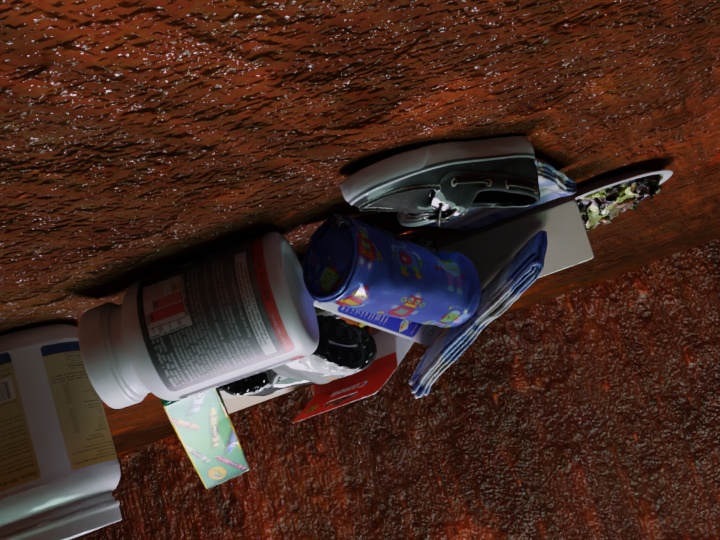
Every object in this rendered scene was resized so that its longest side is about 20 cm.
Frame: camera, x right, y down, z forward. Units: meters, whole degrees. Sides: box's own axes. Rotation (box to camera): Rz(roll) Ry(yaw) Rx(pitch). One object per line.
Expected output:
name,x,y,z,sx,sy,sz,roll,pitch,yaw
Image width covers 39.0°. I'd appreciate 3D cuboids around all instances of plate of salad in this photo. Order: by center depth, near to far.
plate of salad,0.306,-0.080,1.296,0.196,0.049,0.200,-17,171,-3

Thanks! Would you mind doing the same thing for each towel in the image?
towel,0.133,-0.070,1.023,0.145,0.024,0.199,-21,171,22
towel,0.130,0.045,1.089,0.200,0.024,0.147,-49,179,17

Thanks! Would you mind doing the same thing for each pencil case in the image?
pencil case,0.030,0.003,0.979,0.198,0.088,0.078,15,135,-44

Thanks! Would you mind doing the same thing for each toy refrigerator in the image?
toy refrigerator,0.161,-0.026,1.175,0.197,0.077,0.070,-21,-161,12

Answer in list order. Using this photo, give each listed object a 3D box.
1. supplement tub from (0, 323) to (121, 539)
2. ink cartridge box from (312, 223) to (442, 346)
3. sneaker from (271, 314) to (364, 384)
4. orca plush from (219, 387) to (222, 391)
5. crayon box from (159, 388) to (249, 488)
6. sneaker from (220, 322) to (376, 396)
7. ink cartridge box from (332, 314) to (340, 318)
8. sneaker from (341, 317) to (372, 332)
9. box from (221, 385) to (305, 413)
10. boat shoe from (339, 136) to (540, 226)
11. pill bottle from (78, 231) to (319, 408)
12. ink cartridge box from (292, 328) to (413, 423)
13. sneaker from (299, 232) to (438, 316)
supplement tub,-0.321,0.169,1.008,0.142,0.204,0.144,-17,171,-3
ink cartridge box,0.031,0.014,1.070,0.198,0.037,0.096,21,105,-46
sneaker,-0.093,0.071,1.058,0.198,0.075,0.079,27,135,-26
orca plush,-0.167,0.095,1.303,0.197,0.106,0.071,4,146,38
crayon box,-0.183,0.138,1.113,0.057,0.120,0.201,-22,145,-9
sneaker,-0.079,0.104,1.179,0.196,0.068,0.090,-11,172,-21
ink cartridge box,-0.112,0.047,1.163,0.198,0.060,0.103,-11,169,-43
sneaker,-0.018,0.061,1.387,0.072,0.079,0.200,-18,177,-6
box,-0.142,0.120,1.382,0.197,0.096,0.078,-20,143,19
boat shoe,0.075,-0.070,0.838,0.197,0.058,0.068,-13,170,-33
pill bottle,-0.146,0.050,0.921,0.197,0.118,0.116,-19,171,7
ink cartridge box,-0.006,0.116,1.391,0.161,0.051,0.200,-24,-167,36
sneaker,0.000,0.000,1.096,0.197,0.078,0.089,-19,162,-16
